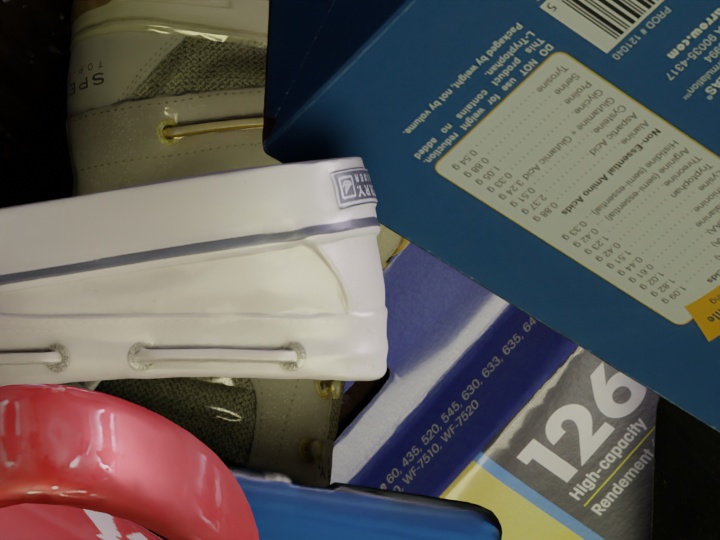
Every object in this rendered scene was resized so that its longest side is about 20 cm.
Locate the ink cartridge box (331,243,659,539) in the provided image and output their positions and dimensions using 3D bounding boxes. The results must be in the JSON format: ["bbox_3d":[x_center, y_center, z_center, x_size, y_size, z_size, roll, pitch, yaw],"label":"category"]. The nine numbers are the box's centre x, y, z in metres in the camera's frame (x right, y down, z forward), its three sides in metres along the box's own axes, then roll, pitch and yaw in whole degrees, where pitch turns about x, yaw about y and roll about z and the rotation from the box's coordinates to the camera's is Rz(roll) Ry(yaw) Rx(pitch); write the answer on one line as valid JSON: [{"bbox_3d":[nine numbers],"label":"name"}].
[{"bbox_3d":[0.050,0.097,1.036,0.200,0.047,0.198,34,105,-28],"label":"ink cartridge box"}]

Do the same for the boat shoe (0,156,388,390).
[{"bbox_3d":[-0.090,0.018,0.754,0.200,0.074,0.066,-10,90,19],"label":"boat shoe"}]

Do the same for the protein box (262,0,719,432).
[{"bbox_3d":[0.112,-0.083,0.801,0.200,0.135,0.199,31,125,-24],"label":"protein box"}]

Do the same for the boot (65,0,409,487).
[{"bbox_3d":[0.000,0.000,0.914,0.200,0.072,0.155,10,72,-12],"label":"boot"}]

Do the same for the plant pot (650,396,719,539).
[{"bbox_3d":[0.224,0.130,0.977,0.199,0.177,0.200,-18,132,-18],"label":"plant pot"}]

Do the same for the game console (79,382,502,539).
[{"bbox_3d":[-0.087,0.092,0.882,0.118,0.171,0.200,-20,151,-50],"label":"game console"}]

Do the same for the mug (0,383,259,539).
[{"bbox_3d":[-0.098,0.096,0.683,0.200,0.177,0.134,34,72,-45],"label":"mug"}]
